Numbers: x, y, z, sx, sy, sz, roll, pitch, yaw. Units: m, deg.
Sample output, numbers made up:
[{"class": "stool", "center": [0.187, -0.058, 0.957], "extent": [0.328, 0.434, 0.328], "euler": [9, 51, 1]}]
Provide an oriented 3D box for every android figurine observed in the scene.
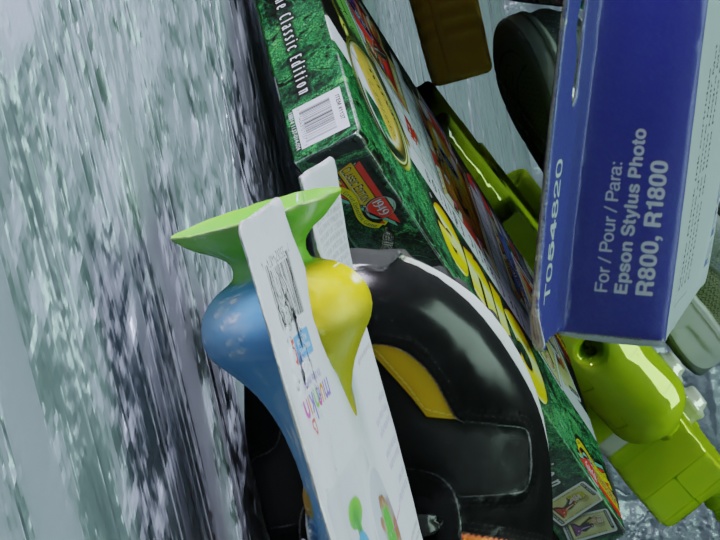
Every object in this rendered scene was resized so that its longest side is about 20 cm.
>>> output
[{"class": "android figurine", "center": [0.079, 0.019, 1.095], "extent": [0.200, 0.041, 0.182], "euler": [50, 6, -12]}]

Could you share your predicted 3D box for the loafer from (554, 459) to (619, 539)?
[{"class": "loafer", "center": [0.050, 0.095, 1.080], "extent": [0.200, 0.073, 0.071], "euler": [87, -12, -56]}]

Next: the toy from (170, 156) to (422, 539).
[{"class": "toy", "center": [-0.005, 0.083, 0.599], "extent": [0.115, 0.047, 0.201], "euler": [-48, 127, -79]}]

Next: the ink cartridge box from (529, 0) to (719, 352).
[{"class": "ink cartridge box", "center": [0.096, -0.081, 0.934], "extent": [0.200, 0.040, 0.200], "euler": [-32, 128, -76]}]

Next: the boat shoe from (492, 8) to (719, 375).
[{"class": "boat shoe", "center": [0.111, -0.037, 1.128], "extent": [0.202, 0.065, 0.074], "euler": [53, 1, -43]}]

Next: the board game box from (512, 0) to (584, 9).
[{"class": "board game box", "center": [0.077, -0.197, 1.003], "extent": [0.152, 0.045, 0.201], "euler": [12, 86, -83]}]

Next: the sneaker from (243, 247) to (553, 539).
[{"class": "sneaker", "center": [0.017, 0.093, 0.686], "extent": [0.090, 0.070, 0.201], "euler": [-96, 177, -58]}]

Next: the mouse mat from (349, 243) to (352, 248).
[{"class": "mouse mat", "center": [0.000, 0.000, 1.004], "extent": [0.161, 0.007, 0.201], "euler": [74, 10, -55]}]

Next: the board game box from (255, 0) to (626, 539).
[{"class": "board game box", "center": [0.022, -0.010, 0.853], "extent": [0.200, 0.023, 0.105], "euler": [55, 17, -46]}]

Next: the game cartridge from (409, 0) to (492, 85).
[{"class": "game cartridge", "center": [0.011, -0.178, 1.143], "extent": [0.176, 0.032, 0.201], "euler": [-90, 167, -81]}]
